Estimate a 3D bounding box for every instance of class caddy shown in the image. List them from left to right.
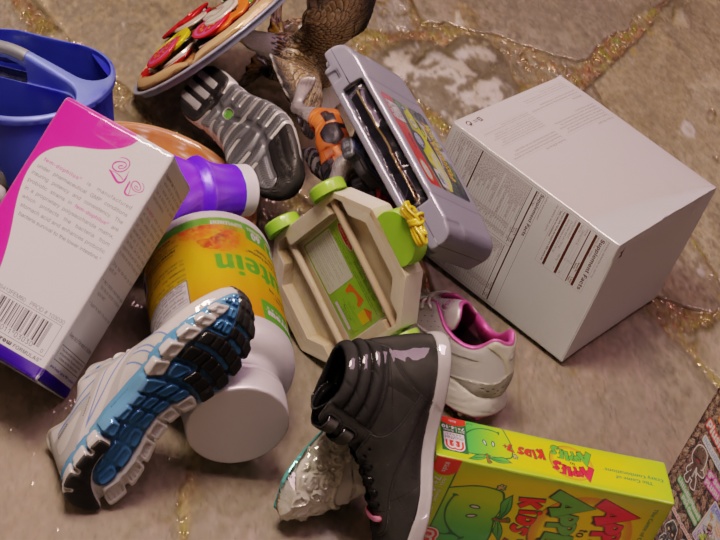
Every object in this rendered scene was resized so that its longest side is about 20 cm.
[{"bbox_3d":[-0.306,-0.153,1.608,0.199,0.105,0.141,15,39,23],"label":"caddy"}]

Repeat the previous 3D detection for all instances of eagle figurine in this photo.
[{"bbox_3d":[-0.056,-0.212,1.803,0.150,0.153,0.200,-22,15,-25],"label":"eagle figurine"}]

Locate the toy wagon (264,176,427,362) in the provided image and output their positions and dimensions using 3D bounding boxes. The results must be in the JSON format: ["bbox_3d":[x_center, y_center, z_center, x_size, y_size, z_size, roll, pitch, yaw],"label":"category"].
[{"bbox_3d":[0.000,0.000,1.533,0.039,0.200,0.156,-18,77,-44],"label":"toy wagon"}]

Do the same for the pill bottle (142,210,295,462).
[{"bbox_3d":[-0.112,0.055,1.483,0.110,0.111,0.201,7,38,-20],"label":"pill bottle"}]

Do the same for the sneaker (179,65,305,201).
[{"bbox_3d":[-0.082,-0.113,1.715,0.115,0.075,0.200,37,9,-46],"label":"sneaker"}]

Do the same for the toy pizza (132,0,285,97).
[{"bbox_3d":[-0.146,-0.239,1.787,0.032,0.200,0.200,53,32,-17],"label":"toy pizza"}]

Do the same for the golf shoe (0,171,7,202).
[{"bbox_3d":[-0.357,-0.020,1.499,0.088,0.077,0.200,52,44,6],"label":"golf shoe"}]

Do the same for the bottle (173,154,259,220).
[{"bbox_3d":[-0.183,-0.063,1.573,0.199,0.065,0.084,-6,49,-34],"label":"bottle"}]

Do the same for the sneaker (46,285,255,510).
[{"bbox_3d":[-0.166,0.079,1.379,0.087,0.200,0.075,45,1,44],"label":"sneaker"}]

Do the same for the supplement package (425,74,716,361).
[{"bbox_3d":[0.190,-0.054,1.755,0.200,0.148,0.191,39,39,21],"label":"supplement package"}]

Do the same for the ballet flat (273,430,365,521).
[{"bbox_3d":[0.005,0.139,1.467,0.072,0.072,0.200,31,38,11],"label":"ballet flat"}]

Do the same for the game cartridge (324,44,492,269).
[{"bbox_3d":[0.044,-0.097,1.582,0.201,0.041,0.133,62,13,17],"label":"game cartridge"}]

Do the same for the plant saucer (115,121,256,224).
[{"bbox_3d":[-0.193,-0.060,1.652,0.199,0.038,0.201,15,36,-12],"label":"plant saucer"}]

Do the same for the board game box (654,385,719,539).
[{"bbox_3d":[0.354,0.169,1.511,0.159,0.201,0.097,3,40,-26],"label":"board game box"}]

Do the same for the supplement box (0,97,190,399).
[{"bbox_3d":[-0.229,-0.016,1.430,0.101,0.201,0.103,29,-9,9],"label":"supplement box"}]

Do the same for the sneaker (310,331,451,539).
[{"bbox_3d":[0.004,0.140,1.389,0.099,0.201,0.071,7,4,-18],"label":"sneaker"}]

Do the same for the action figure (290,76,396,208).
[{"bbox_3d":[0.008,-0.063,1.663,0.200,0.104,0.194,46,21,-37],"label":"action figure"}]

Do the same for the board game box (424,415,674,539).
[{"bbox_3d":[0.135,0.184,1.458,0.199,0.102,0.048,13,36,-13],"label":"board game box"}]

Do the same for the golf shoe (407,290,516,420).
[{"bbox_3d":[0.055,0.043,1.608,0.200,0.092,0.075,33,38,17],"label":"golf shoe"}]
